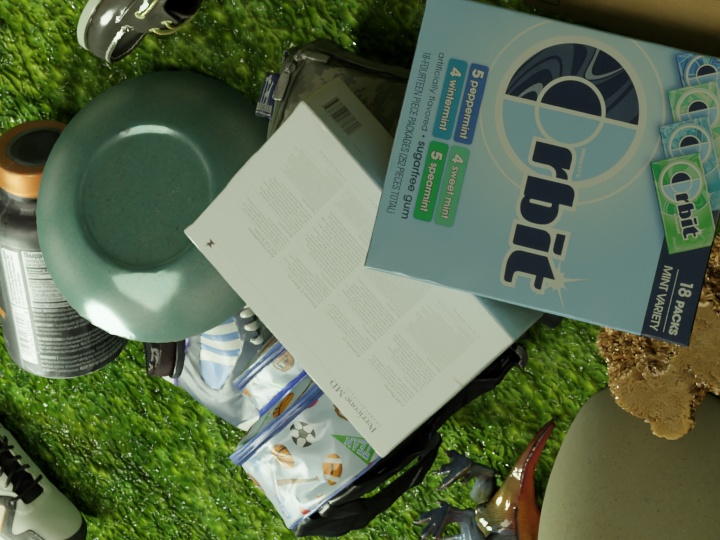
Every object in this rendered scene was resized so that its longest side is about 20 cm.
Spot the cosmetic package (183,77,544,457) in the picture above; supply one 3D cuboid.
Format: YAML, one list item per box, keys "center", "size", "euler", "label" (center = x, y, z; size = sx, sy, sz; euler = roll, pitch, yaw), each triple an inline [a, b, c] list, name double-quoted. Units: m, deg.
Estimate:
- center: [0.000, 0.000, 1.501]
  size: [0.200, 0.052, 0.151]
  euler: [49, 128, 3]
  label: "cosmetic package"

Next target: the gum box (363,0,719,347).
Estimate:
- center: [0.119, -0.061, 1.402]
  size: [0.199, 0.045, 0.171]
  euler: [13, 94, 6]
  label: "gum box"

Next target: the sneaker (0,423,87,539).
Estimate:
- center: [-0.333, 0.188, 2.150]
  size: [0.200, 0.074, 0.080]
  euler: [36, 139, 9]
  label: "sneaker"

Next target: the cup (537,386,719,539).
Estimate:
- center: [0.203, 0.200, 1.647]
  size: [0.199, 0.143, 0.201]
  euler: [23, 138, 23]
  label: "cup"

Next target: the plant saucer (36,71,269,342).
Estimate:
- center: [-0.149, -0.050, 1.697]
  size: [0.200, 0.202, 0.039]
  euler: [28, 179, 18]
  label: "plant saucer"

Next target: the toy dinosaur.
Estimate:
- center: [0.115, 0.225, 1.796]
  size: [0.199, 0.105, 0.181]
  euler: [-23, 129, 36]
  label: "toy dinosaur"

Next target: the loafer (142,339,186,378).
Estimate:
- center: [-0.169, -0.017, 1.753]
  size: [0.072, 0.063, 0.201]
  euler: [144, 122, -70]
  label: "loafer"

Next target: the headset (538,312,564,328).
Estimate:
- center: [0.174, -0.042, 1.480]
  size: [0.094, 0.124, 0.201]
  euler: [30, 122, 1]
  label: "headset"

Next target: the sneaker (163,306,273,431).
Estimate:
- center: [-0.069, 0.048, 1.803]
  size: [0.146, 0.081, 0.200]
  euler: [28, 136, 5]
  label: "sneaker"

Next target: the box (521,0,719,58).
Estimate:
- center: [0.194, -0.208, 1.345]
  size: [0.163, 0.021, 0.201]
  euler: [17, 137, 0]
  label: "box"

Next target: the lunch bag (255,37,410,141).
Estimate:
- center: [0.031, -0.057, 1.576]
  size: [0.199, 0.139, 0.169]
  euler: [17, 117, 27]
  label: "lunch bag"

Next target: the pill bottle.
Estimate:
- center: [-0.243, -0.020, 1.860]
  size: [0.106, 0.106, 0.201]
  euler: [20, 135, 26]
  label: "pill bottle"

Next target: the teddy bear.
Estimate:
- center: [0.241, 0.027, 1.533]
  size: [0.144, 0.067, 0.201]
  euler: [27, 133, 6]
  label: "teddy bear"

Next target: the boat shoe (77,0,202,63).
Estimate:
- center: [-0.137, -0.201, 1.632]
  size: [0.061, 0.072, 0.201]
  euler: [45, 139, 4]
  label: "boat shoe"

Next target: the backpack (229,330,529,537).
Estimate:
- center: [-0.003, 0.093, 1.688]
  size: [0.154, 0.191, 0.200]
  euler: [41, 142, 3]
  label: "backpack"
